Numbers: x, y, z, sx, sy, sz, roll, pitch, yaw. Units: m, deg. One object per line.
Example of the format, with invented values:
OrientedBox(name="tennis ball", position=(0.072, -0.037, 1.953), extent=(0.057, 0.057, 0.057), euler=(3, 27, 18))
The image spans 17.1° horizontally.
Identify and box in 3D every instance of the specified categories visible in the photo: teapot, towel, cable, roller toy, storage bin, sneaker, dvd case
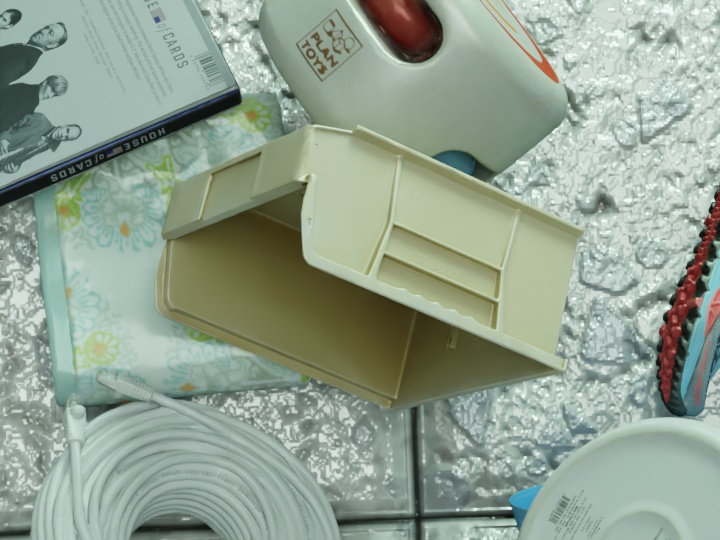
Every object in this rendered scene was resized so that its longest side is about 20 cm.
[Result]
OrientedBox(name="teapot", position=(0.193, 0.195, 1.423), extent=(0.200, 0.146, 0.198), euler=(-22, 57, 22))
OrientedBox(name="towel", position=(-0.126, -0.016, 1.578), extent=(0.171, 0.048, 0.201), euler=(-6, 82, -4))
OrientedBox(name="cable", position=(-0.111, 0.179, 1.502), extent=(0.199, 0.069, 0.200), euler=(19, 55, -14))
OrientedBox(name="roller toy", position=(0.027, -0.132, 1.528), extent=(0.140, 0.183, 0.200), euler=(-39, 112, 11))
OrientedBox(name="storage bin", position=(0.000, 0.000, 1.472), extent=(0.198, 0.200, 0.094), euler=(23, 70, -25))
OrientedBox(name="sneaker", position=(0.264, 0.011, 1.583), extent=(0.095, 0.079, 0.200), euler=(24, 81, -2))
OrientedBox(name="dvd case", position=(-0.196, -0.130, 1.573), extent=(0.199, 0.025, 0.151), euler=(-23, 58, -7))

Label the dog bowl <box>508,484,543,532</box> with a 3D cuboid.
OrientedBox(name="dog bowl", position=(0.197, 0.163, 1.544), extent=(0.199, 0.111, 0.050), euler=(-6, 95, -4))
